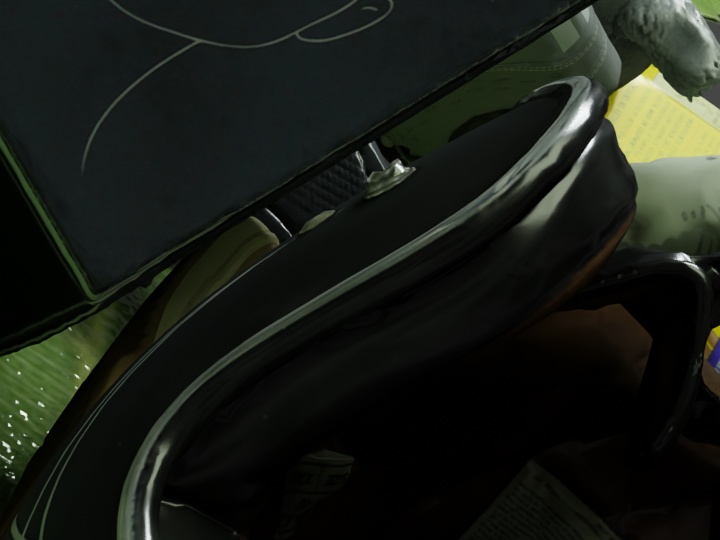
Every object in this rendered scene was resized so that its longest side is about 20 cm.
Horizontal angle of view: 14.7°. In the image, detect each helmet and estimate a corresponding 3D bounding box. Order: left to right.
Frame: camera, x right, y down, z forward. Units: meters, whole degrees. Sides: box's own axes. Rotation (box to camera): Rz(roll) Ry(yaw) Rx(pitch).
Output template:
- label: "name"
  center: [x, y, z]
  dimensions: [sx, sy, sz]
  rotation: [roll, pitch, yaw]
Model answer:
- label: "helmet"
  center: [0.020, 0.084, 0.497]
  dimensions: [0.200, 0.191, 0.200]
  rotation: [40, -13, 11]

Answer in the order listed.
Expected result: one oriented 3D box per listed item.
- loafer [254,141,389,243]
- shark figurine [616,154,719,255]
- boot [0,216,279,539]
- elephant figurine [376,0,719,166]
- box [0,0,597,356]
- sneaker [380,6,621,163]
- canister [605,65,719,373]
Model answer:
- label: "loafer"
  center: [0.000, 0.000, 0.919]
  dimensions: [0.200, 0.072, 0.063]
  rotation: [38, -12, 13]
- label: "shark figurine"
  center: [0.166, 0.027, 0.900]
  dimensions: [0.214, 0.128, 0.090]
  rotation: [45, -26, 41]
- label: "boot"
  center: [-0.003, 0.071, 0.685]
  dimensions: [0.155, 0.073, 0.200]
  rotation: [35, 18, -5]
- label: "elephant figurine"
  center: [0.007, -0.085, 0.984]
  dimensions: [0.142, 0.199, 0.155]
  rotation: [58, 9, -6]
- label: "box"
  center: [-0.052, -0.115, 0.677]
  dimensions: [0.201, 0.196, 0.124]
  rotation: [60, -23, -4]
- label: "sneaker"
  center: [-0.011, -0.055, 0.866]
  dimensions: [0.115, 0.199, 0.075]
  rotation: [45, 49, -46]
- label: "canister"
  center: [0.140, 0.030, 0.996]
  dimensions: [0.200, 0.087, 0.149]
  rotation: [35, 55, -2]
